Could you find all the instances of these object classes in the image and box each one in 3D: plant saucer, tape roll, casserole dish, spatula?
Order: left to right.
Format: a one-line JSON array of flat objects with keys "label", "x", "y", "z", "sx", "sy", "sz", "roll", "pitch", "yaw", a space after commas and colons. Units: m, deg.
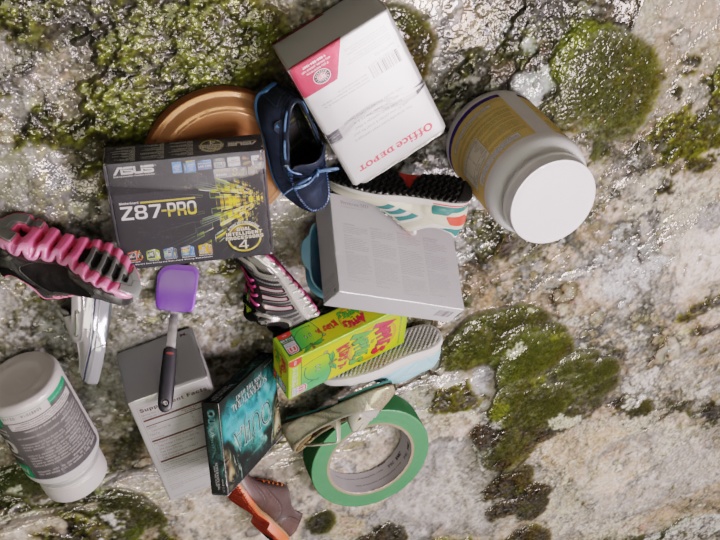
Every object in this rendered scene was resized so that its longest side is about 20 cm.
[{"label": "spatula", "x": -0.253, "y": 0.090, "z": 1.559, "sx": 0.056, "sy": 0.201, "sz": 0.021, "roll": 6, "pitch": 162, "yaw": -7}, {"label": "plant saucer", "x": -0.181, "y": -0.141, "z": 1.505, "sx": 0.199, "sy": 0.032, "sz": 0.201, "roll": -11, "pitch": 125, "yaw": -15}, {"label": "casserole dish", "x": 0.000, "y": 0.000, "z": 1.629, "sx": 0.199, "sy": 0.122, "sz": 0.039, "roll": 12, "pitch": 150, "yaw": -25}, {"label": "tape roll", "x": 0.010, "y": 0.288, "z": 1.865, "sx": 0.199, "sy": 0.048, "sz": 0.201, "roll": -11, "pitch": 125, "yaw": -16}]

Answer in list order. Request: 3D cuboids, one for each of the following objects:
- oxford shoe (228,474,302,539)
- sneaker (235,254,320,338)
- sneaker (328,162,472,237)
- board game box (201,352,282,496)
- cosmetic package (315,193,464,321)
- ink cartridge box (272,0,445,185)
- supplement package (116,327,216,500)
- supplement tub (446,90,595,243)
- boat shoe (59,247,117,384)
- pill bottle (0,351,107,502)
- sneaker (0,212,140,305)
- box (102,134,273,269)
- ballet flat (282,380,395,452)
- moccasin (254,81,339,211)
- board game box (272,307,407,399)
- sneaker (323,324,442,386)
[{"label": "oxford shoe", "x": -0.160, "y": 0.351, "z": 1.837, "sx": 0.073, "sy": 0.071, "sz": 0.200, "roll": -49, "pitch": 129, "yaw": -23}, {"label": "sneaker", "x": -0.135, "y": 0.029, "z": 1.610, "sx": 0.087, "sy": 0.074, "sz": 0.200, "roll": -40, "pitch": 133, "yaw": -1}, {"label": "sneaker", "x": 0.049, "y": -0.088, "z": 1.577, "sx": 0.199, "sy": 0.071, "sz": 0.094, "roll": 9, "pitch": 134, "yaw": 5}, {"label": "board game box", "x": -0.163, "y": 0.212, "z": 1.638, "sx": 0.028, "sy": 0.200, "sz": 0.136, "roll": 1, "pitch": 106, "yaw": 19}, {"label": "cosmetic package", "x": 0.040, "y": -0.016, "z": 1.606, "sx": 0.199, "sy": 0.152, "sz": 0.052, "roll": 9, "pitch": 152, "yaw": -27}, {"label": "ink cartridge box", "x": 0.001, "y": -0.232, "z": 1.486, "sx": 0.145, "sy": 0.083, "sz": 0.200, "roll": -32, "pitch": 129, "yaw": 0}, {"label": "supplement package", "x": -0.254, "y": 0.204, "z": 1.652, "sx": 0.117, "sy": 0.117, "sz": 0.201, "roll": -19, "pitch": 127, "yaw": -7}, {"label": "supplement tub", "x": 0.214, "y": -0.140, "z": 1.564, "sx": 0.145, "sy": 0.200, "sz": 0.146, "roll": -11, "pitch": 126, "yaw": -15}, {"label": "boat shoe", "x": -0.365, "y": 0.055, "z": 1.545, "sx": 0.066, "sy": 0.074, "sz": 0.201, "roll": 8, "pitch": 109, "yaw": -10}, {"label": "pill bottle", "x": -0.427, "y": 0.218, "z": 1.591, "sx": 0.113, "sy": 0.113, "sz": 0.201, "roll": -23, "pitch": 128, "yaw": -7}, {"label": "sneaker", "x": -0.371, "y": 0.004, "z": 1.465, "sx": 0.199, "sy": 0.079, "sz": 0.096, "roll": 23, "pitch": 125, "yaw": 5}, {"label": "box", "x": -0.214, "y": -0.086, "z": 1.472, "sx": 0.199, "sy": 0.049, "sz": 0.162, "roll": -5, "pitch": 125, "yaw": -6}, {"label": "ballet flat", "x": -0.026, "y": 0.225, "z": 1.761, "sx": 0.199, "sy": 0.063, "sz": 0.067, "roll": -23, "pitch": 165, "yaw": 23}, {"label": "moccasin", "x": -0.080, "y": -0.145, "z": 1.485, "sx": 0.081, "sy": 0.068, "sz": 0.200, "roll": -47, "pitch": 139, "yaw": -19}, {"label": "board game box", "x": -0.028, "y": 0.101, "z": 1.680, "sx": 0.199, "sy": 0.048, "sz": 0.102, "roll": -25, "pitch": 148, "yaw": -20}, {"label": "sneaker", "x": 0.033, "y": 0.149, "z": 1.764, "sx": 0.199, "sy": 0.074, "sz": 0.082, "roll": -13, "pitch": 133, "yaw": -12}]
